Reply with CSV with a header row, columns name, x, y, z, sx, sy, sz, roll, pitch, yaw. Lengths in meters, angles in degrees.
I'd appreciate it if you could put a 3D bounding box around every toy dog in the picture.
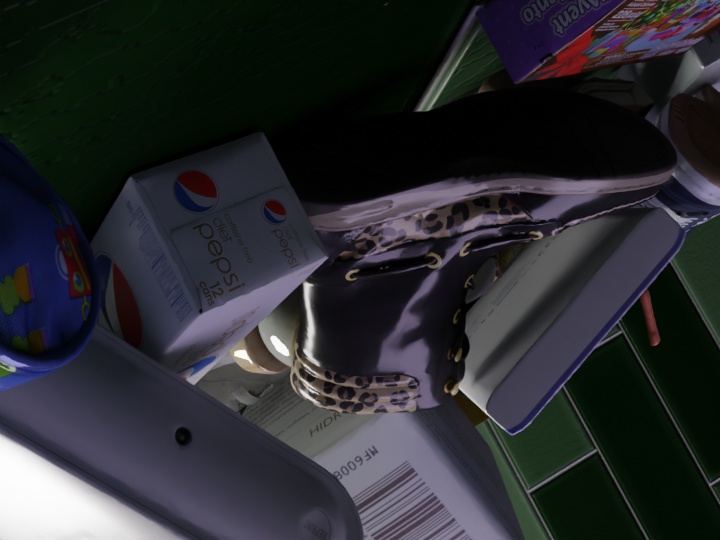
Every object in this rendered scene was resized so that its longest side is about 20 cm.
name,x,y,z,sx,sy,sz,roll,pitch,yaw
toy dog,0.000,0.000,0.721,0.130,0.098,0.200,-2,-162,27

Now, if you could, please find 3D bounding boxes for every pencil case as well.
name,x,y,z,sx,sy,sz,roll,pitch,yaw
pencil case,-0.170,0.038,0.333,0.198,0.078,0.087,-33,-165,15

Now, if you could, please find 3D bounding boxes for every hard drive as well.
name,x,y,z,sx,sy,sz,roll,pitch,yaw
hard drive,0.103,0.021,0.665,0.132,0.025,0.200,-49,-175,-1

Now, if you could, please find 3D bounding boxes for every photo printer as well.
name,x,y,z,sx,sy,sz,roll,pitch,yaw
photo printer,-0.106,0.102,0.533,0.166,0.199,0.070,-26,-145,51

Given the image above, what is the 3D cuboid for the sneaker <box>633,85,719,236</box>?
name,x,y,z,sx,sy,sz,roll,pitch,yaw
sneaker,0.175,-0.045,0.675,0.108,0.070,0.200,-45,174,25

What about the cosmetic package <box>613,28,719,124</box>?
name,x,y,z,sx,sy,sz,roll,pitch,yaw
cosmetic package,0.270,-0.172,0.740,0.198,0.052,0.151,-29,171,-3

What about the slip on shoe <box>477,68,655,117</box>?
name,x,y,z,sx,sy,sz,roll,pitch,yaw
slip on shoe,0.121,-0.089,0.693,0.076,0.061,0.199,-53,166,26

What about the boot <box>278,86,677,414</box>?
name,x,y,z,sx,sy,sz,roll,pitch,yaw
boot,0.052,-0.006,0.584,0.197,0.074,0.152,-11,135,-19

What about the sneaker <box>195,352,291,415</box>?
name,x,y,z,sx,sy,sz,roll,pitch,yaw
sneaker,-0.105,0.082,0.808,0.197,0.083,0.075,-21,-156,-9

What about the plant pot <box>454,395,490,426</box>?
name,x,y,z,sx,sy,sz,roll,pitch,yaw
plant pot,-0.001,0.126,1.204,0.198,0.178,0.200,-25,172,-33

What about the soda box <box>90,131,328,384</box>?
name,x,y,z,sx,sy,sz,roll,pitch,yaw
soda box,-0.092,0.015,0.547,0.068,0.064,0.200,-24,171,-33

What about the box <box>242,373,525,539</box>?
name,x,y,z,sx,sy,sz,roll,pitch,yaw
box,-0.012,0.166,0.861,0.199,0.200,0.172,-34,-154,10

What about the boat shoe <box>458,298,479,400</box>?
name,x,y,z,sx,sy,sz,roll,pitch,yaw
boat shoe,0.083,0.045,0.960,0.075,0.201,0.074,-38,129,13

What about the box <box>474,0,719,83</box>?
name,x,y,z,sx,sy,sz,roll,pitch,yaw
box,0.155,-0.144,0.526,0.136,0.039,0.199,-36,170,37

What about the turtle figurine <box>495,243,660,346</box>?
name,x,y,z,sx,sy,sz,roll,pitch,yaw
turtle figurine,0.119,-0.009,0.843,0.065,0.200,0.161,-52,-157,-14
